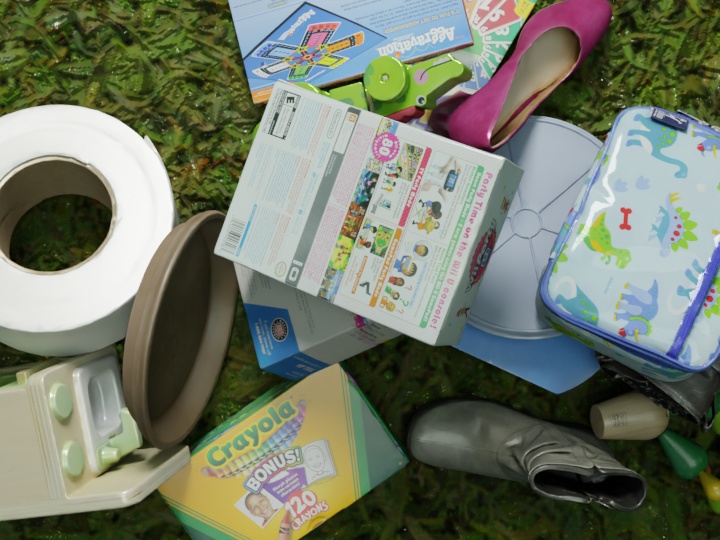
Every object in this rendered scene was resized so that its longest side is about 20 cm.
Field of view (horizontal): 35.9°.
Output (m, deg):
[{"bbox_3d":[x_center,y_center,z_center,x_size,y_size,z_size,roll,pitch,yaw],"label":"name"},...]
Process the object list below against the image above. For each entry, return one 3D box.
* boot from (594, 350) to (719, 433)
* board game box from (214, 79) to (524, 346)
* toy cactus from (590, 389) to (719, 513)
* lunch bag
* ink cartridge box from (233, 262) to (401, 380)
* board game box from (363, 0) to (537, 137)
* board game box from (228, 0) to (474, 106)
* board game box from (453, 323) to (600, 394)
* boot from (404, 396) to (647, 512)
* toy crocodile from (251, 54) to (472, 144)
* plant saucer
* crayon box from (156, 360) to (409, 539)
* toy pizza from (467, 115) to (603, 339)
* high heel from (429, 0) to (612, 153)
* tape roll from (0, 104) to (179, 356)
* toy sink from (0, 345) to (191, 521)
[{"bbox_3d":[0.262,0.019,0.954,0.200,0.069,0.174,40,80,25],"label":"boot"},{"bbox_3d":[0.005,-0.045,0.860,0.199,0.064,0.149,23,94,22],"label":"board game box"},{"bbox_3d":[0.291,0.127,0.994,0.164,0.102,0.202,-8,99,-12],"label":"toy cactus"},{"bbox_3d":[0.246,-0.022,0.899,0.160,0.082,0.201,27,80,10],"label":"lunch bag"},{"bbox_3d":[0.000,0.000,0.937,0.199,0.067,0.117,-24,66,17],"label":"ink cartridge box"},{"bbox_3d":[0.065,-0.178,0.992,0.095,0.030,0.201,30,96,-6],"label":"board game box"},{"bbox_3d":[-0.009,-0.220,0.969,0.198,0.019,0.104,-14,89,6],"label":"board game box"},{"bbox_3d":[0.143,0.014,1.006,0.199,0.039,0.159,24,78,0],"label":"board game box"},{"bbox_3d":[0.143,0.162,0.978,0.198,0.131,0.068,7,95,-4],"label":"boot"},{"bbox_3d":[-0.001,-0.137,0.944,0.199,0.067,0.062,-16,87,14],"label":"toy crocodile"},{"bbox_3d":[-0.148,0.047,0.921,0.029,0.200,0.202,11,96,11],"label":"plant saucer"},{"bbox_3d":[-0.071,0.175,1.004,0.199,0.058,0.119,-35,97,1],"label":"crayon box"},{"bbox_3d":[0.144,-0.038,0.971,0.198,0.032,0.202,-1,76,5],"label":"toy pizza"},{"bbox_3d":[0.155,-0.167,0.948,0.199,0.096,0.068,-32,119,-12],"label":"high heel"},{"bbox_3d":[-0.251,-0.034,0.927,0.201,0.071,0.204,1,69,-3],"label":"tape roll"},{"bbox_3d":[-0.262,0.132,0.928,0.198,0.130,0.113,-8,97,16],"label":"toy sink"}]
